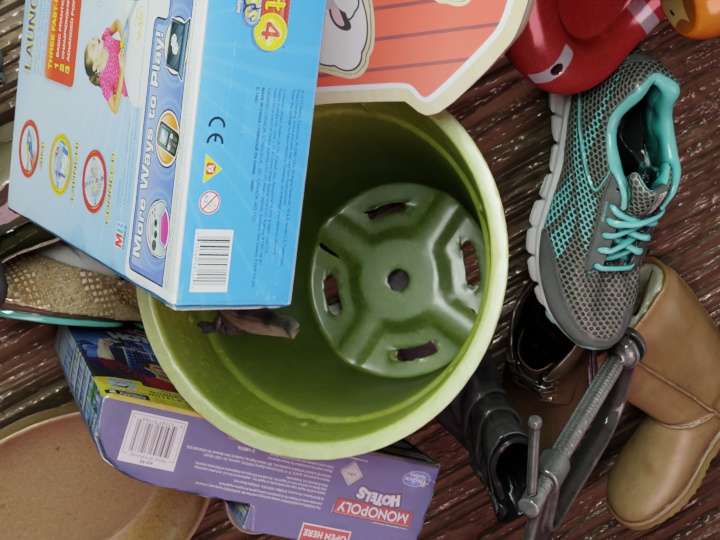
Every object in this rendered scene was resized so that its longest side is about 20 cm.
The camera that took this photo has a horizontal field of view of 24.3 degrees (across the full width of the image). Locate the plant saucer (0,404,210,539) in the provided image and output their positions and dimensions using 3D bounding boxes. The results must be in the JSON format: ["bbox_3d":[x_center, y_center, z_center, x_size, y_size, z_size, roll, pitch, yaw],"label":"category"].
[{"bbox_3d":[-0.194,0.151,1.077,0.198,0.036,0.202,-18,137,-17],"label":"plant saucer"}]

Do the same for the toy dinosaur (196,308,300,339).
[{"bbox_3d":[-0.079,-0.016,0.810,0.047,0.201,0.089,-13,142,-20],"label":"toy dinosaur"}]

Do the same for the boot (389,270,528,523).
[{"bbox_3d":[0.071,0.070,1.091,0.069,0.132,0.201,-31,139,0],"label":"boot"}]

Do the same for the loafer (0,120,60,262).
[{"bbox_3d":[-0.142,-0.056,0.887,0.199,0.068,0.076,-31,139,-2],"label":"loafer"}]

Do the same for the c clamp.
[{"bbox_3d":[0.147,0.109,1.098,0.200,0.027,0.172,-48,152,-47],"label":"c clamp"}]

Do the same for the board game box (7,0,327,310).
[{"bbox_3d":[-0.088,-0.104,0.729,0.055,0.195,0.202,1,103,-32],"label":"board game box"}]

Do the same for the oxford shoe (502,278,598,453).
[{"bbox_3d":[0.123,0.061,1.144,0.084,0.072,0.202,-34,141,-47],"label":"oxford shoe"}]

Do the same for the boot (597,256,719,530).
[{"bbox_3d":[0.208,0.095,1.257,0.176,0.066,0.200,-52,137,4],"label":"boot"}]

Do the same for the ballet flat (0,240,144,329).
[{"bbox_3d":[-0.133,0.004,0.967,0.199,0.070,0.066,10,98,-41],"label":"ballet flat"}]

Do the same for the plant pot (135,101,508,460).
[{"bbox_3d":[0.000,0.000,0.934,0.200,0.201,0.190,-40,168,9],"label":"plant pot"}]

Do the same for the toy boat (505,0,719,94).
[{"bbox_3d":[0.164,-0.173,0.916,0.200,0.131,0.130,-41,138,10],"label":"toy boat"}]

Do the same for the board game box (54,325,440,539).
[{"bbox_3d":[-0.082,0.087,0.982,0.198,0.200,0.062,15,99,-22],"label":"board game box"}]

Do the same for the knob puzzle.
[{"bbox_3d":[0.000,-0.158,0.748,0.030,0.218,0.221,-40,150,-42],"label":"knob puzzle"}]

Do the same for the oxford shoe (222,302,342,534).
[{"bbox_3d":[-0.038,0.112,1.122,0.075,0.058,0.201,3,129,-37],"label":"oxford shoe"}]

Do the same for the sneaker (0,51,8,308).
[{"bbox_3d":[-0.200,-0.073,0.799,0.079,0.075,0.202,-28,116,-27],"label":"sneaker"}]

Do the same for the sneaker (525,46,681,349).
[{"bbox_3d":[0.153,-0.043,1.017,0.077,0.091,0.202,-7,108,-20],"label":"sneaker"}]
